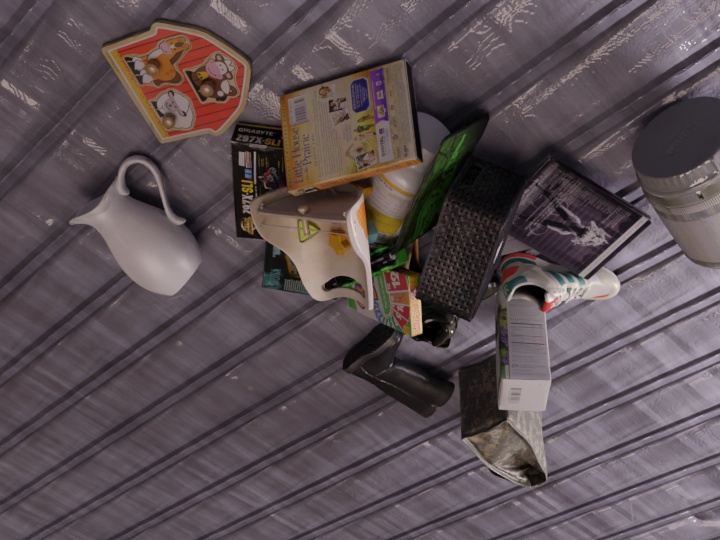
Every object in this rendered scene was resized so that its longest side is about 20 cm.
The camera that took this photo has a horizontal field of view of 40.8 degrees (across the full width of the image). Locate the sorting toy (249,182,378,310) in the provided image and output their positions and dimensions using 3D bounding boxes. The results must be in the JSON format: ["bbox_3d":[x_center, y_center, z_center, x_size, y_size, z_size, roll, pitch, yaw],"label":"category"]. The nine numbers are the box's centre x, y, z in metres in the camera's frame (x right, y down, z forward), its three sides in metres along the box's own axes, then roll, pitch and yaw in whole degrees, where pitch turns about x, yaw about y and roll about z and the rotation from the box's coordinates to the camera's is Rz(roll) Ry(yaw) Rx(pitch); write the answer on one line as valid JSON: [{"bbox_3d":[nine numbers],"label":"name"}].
[{"bbox_3d":[-0.042,-0.030,1.404,0.198,0.106,0.183,9,121,41],"label":"sorting toy"}]

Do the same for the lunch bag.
[{"bbox_3d":[0.267,0.281,1.754,0.116,0.166,0.200,-27,125,25],"label":"lunch bag"}]

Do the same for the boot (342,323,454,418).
[{"bbox_3d":[0.090,0.181,1.753,0.199,0.066,0.164,33,140,-18],"label":"boot"}]

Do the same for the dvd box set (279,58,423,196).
[{"bbox_3d":[-0.016,-0.196,1.343,0.197,0.149,0.029,-13,163,21],"label":"dvd box set"}]

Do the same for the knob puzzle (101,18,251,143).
[{"bbox_3d":[-0.247,-0.268,1.386,0.215,0.031,0.222,5,135,5],"label":"knob puzzle"}]

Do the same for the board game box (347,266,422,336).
[{"bbox_3d":[0.029,0.031,1.532,0.030,0.199,0.097,-13,109,-28],"label":"board game box"}]

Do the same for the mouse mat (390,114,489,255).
[{"bbox_3d":[0.113,-0.121,1.370,0.007,0.160,0.202,35,125,15],"label":"mouse mat"}]

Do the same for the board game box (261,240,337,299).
[{"bbox_3d":[-0.091,-0.012,1.569,0.133,0.029,0.201,10,155,-4],"label":"board game box"}]

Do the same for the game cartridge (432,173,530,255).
[{"bbox_3d":[0.210,-0.078,1.498,0.197,0.039,0.130,-13,135,21],"label":"game cartridge"}]

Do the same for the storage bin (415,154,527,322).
[{"bbox_3d":[0.160,-0.045,1.403,0.092,0.136,0.202,22,127,11],"label":"storage bin"}]

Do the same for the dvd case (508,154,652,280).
[{"bbox_3d":[0.313,-0.076,1.450,0.198,0.016,0.149,28,130,-17],"label":"dvd case"}]

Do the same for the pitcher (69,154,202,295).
[{"bbox_3d":[-0.338,-0.071,1.551,0.200,0.122,0.171,42,113,-15],"label":"pitcher"}]

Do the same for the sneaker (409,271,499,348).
[{"bbox_3d":[0.151,0.064,1.555,0.196,0.115,0.077,-13,139,-22],"label":"sneaker"}]

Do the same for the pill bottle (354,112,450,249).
[{"bbox_3d":[0.052,-0.132,1.413,0.111,0.113,0.201,24,134,-15],"label":"pill bottle"}]

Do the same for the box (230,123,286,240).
[{"bbox_3d":[-0.116,-0.126,1.493,0.157,0.050,0.202,8,137,4],"label":"box"}]

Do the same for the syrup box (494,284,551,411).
[{"bbox_3d":[0.260,0.122,1.568,0.080,0.202,0.080,2,136,3],"label":"syrup box"}]

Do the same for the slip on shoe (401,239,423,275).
[{"bbox_3d":[0.074,0.009,1.578,0.060,0.076,0.202,9,130,22],"label":"slip on shoe"}]

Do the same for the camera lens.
[{"bbox_3d":[0.479,-0.114,1.323,0.158,0.162,0.200,-25,127,30],"label":"camera lens"}]

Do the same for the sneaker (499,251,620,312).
[{"bbox_3d":[0.318,0.034,1.547,0.196,0.094,0.071,11,136,-1],"label":"sneaker"}]

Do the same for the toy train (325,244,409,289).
[{"bbox_3d":[0.000,0.000,1.486,0.056,0.042,0.199,-14,174,-39],"label":"toy train"}]
